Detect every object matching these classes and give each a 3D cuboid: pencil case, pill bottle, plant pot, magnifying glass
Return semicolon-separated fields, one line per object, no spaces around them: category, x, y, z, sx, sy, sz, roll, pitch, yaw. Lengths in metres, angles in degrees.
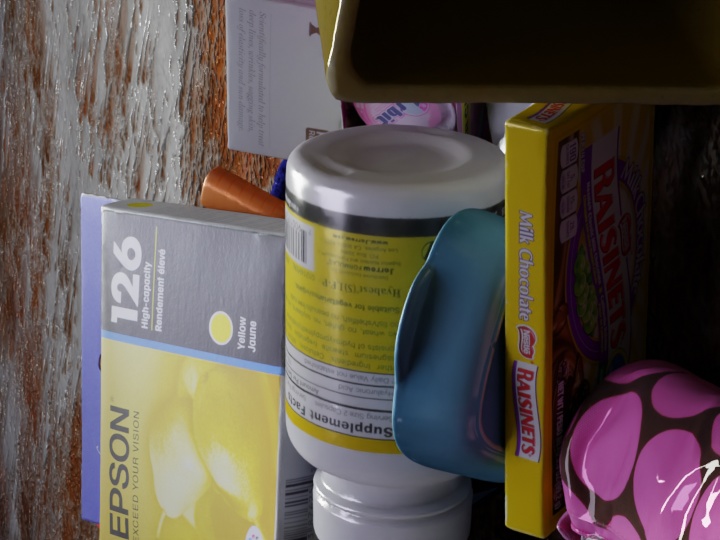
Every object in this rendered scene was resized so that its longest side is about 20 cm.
pencil case;0.153;0.109;0.852;0.091;0.094;0.200;50;175;-21
pill bottle;0.017;0.038;1.023;0.111;0.110;0.201;-134;41;-62
plant pot;0.072;-0.206;0.888;0.201;0.193;0.197;-109;23;-52
magnifying glass;0.000;0.000;1.104;0.199;0.022;0.080;30;132;19

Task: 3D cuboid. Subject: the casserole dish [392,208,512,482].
casserole dish;0.077;0.042;0.977;0.039;0.200;0.122;13;86;28

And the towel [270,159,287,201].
towel;-0.053;0.034;1.454;0.148;0.049;0.201;-77;-3;-50

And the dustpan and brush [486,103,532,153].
dustpan and brush;0.099;-0.135;1.036;0.140;0.057;0.201;-54;49;46

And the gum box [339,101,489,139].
gum box;0.031;-0.123;1.071;0.201;0.066;0.114;85;-163;-49

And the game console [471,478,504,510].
game console;0.012;0.190;1.182;0.200;0.170;0.119;133;122;-65

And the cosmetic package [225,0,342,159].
cosmetic package;-0.015;-0.154;1.169;0.200;0.074;0.102;-62;-21;-53

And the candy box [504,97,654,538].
candy box;0.100;0.011;0.936;0.026;0.102;0.201;14;120;29

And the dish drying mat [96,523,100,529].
dish drying mat;-0.127;0.090;1.264;0.200;0.018;0.077;127;148;-55

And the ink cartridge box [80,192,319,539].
ink cartridge box;-0.101;0.065;1.135;0.199;0.047;0.199;8;101;39
